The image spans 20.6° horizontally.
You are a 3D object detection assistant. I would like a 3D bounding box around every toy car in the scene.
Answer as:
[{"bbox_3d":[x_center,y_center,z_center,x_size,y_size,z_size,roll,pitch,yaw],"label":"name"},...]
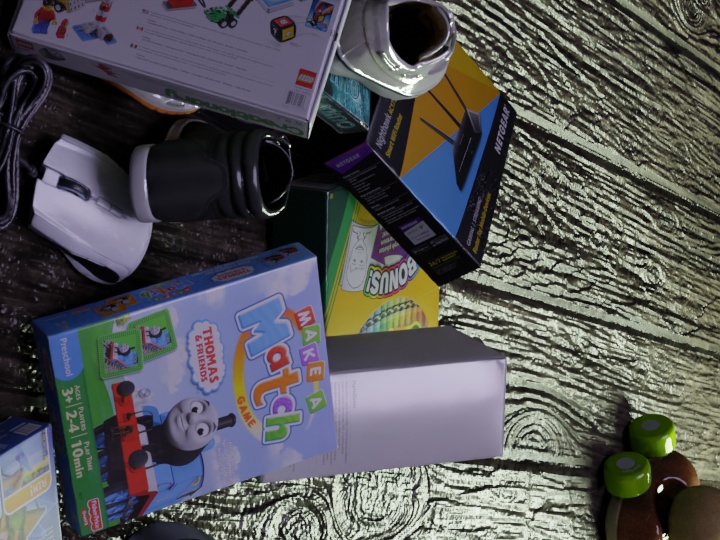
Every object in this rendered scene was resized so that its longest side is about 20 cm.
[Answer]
[{"bbox_3d":[0.393,0.280,2.270,0.158,0.198,0.166,-46,135,-47],"label":"toy car"}]

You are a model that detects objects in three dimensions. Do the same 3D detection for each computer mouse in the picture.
[{"bbox_3d":[-0.183,-0.051,1.294,0.200,0.043,0.111,41,60,-57],"label":"computer mouse"}]

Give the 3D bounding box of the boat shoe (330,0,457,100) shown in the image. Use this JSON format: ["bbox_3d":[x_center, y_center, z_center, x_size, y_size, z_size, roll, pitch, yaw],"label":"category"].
[{"bbox_3d":[0.036,-0.166,1.424,0.200,0.069,0.072,6,81,-66],"label":"boat shoe"}]

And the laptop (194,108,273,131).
[{"bbox_3d":[-0.093,-0.226,1.454,0.187,0.115,0.202,27,44,-60],"label":"laptop"}]

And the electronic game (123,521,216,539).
[{"bbox_3d":[-0.118,0.278,1.425,0.200,0.041,0.201,39,37,-37],"label":"electronic game"}]

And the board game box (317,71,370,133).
[{"bbox_3d":[-0.041,-0.191,1.374,0.200,0.028,0.137,33,57,-61],"label":"board game box"}]

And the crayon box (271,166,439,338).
[{"bbox_3d":[0.000,0.000,1.627,0.200,0.058,0.175,-23,116,-58],"label":"crayon box"}]

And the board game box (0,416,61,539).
[{"bbox_3d":[-0.258,0.190,1.222,0.200,0.034,0.137,-31,124,-55],"label":"board game box"}]

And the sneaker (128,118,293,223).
[{"bbox_3d":[-0.089,-0.066,1.360,0.200,0.098,0.072,-50,139,-79],"label":"sneaker"}]

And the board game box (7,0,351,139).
[{"bbox_3d":[-0.108,-0.172,1.250,0.035,0.198,0.127,98,9,-74],"label":"board game box"}]

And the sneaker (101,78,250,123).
[{"bbox_3d":[-0.088,-0.155,1.360,0.199,0.075,0.093,-2,120,-54],"label":"sneaker"}]

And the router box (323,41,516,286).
[{"bbox_3d":[0.053,-0.108,1.605,0.149,0.051,0.201,45,38,-26],"label":"router box"}]

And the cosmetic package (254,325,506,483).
[{"bbox_3d":[0.001,0.098,1.503,0.198,0.108,0.086,-3,102,-20],"label":"cosmetic package"}]

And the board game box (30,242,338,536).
[{"bbox_3d":[-0.116,0.080,1.355,0.198,0.037,0.153,-18,116,-24],"label":"board game box"}]
